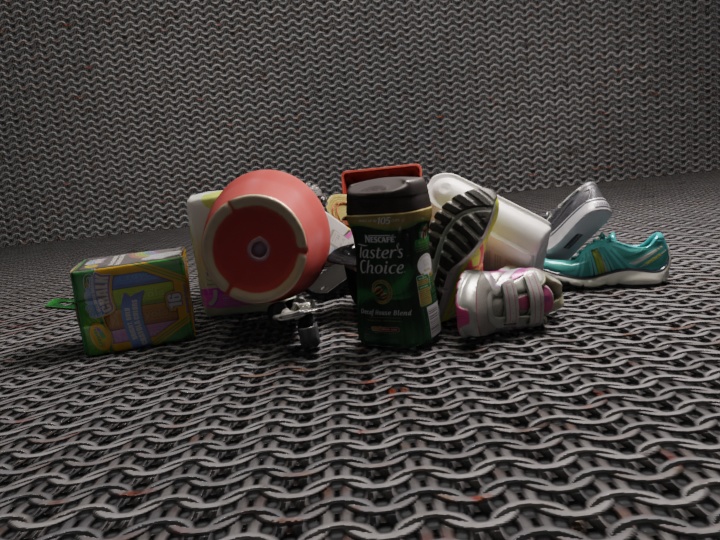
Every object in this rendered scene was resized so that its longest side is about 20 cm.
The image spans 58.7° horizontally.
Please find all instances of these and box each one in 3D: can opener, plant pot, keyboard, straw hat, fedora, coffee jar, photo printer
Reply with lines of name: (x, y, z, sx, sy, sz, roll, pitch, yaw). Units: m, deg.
can opener: (-0.092, 0.073, 0.865, 0.052, 0.068, 0.200, -13, -2, -13)
plant pot: (-0.138, -0.040, 0.911, 0.196, 0.205, 0.177, -6, 9, -1)
keyboard: (0.000, 0.000, 1.144, 0.199, 0.040, 0.103, -37, 29, -23)
straw hat: (-0.017, -0.077, 1.486, 0.200, 0.202, 0.085, -18, -23, -52)
fedora: (0.046, 0.012, 0.971, 0.196, 0.094, 0.201, -3, 12, 1)
coffee jar: (0.040, -0.012, 0.788, 0.103, 0.204, 0.085, 0, 11, 33)
plant pot: (0.065, -0.147, 1.628, 0.196, 0.204, 0.176, -4, -1, 7)
photo printer: (0.179, -0.058, 0.951, 0.198, 0.070, 0.167, 30, -14, 22)

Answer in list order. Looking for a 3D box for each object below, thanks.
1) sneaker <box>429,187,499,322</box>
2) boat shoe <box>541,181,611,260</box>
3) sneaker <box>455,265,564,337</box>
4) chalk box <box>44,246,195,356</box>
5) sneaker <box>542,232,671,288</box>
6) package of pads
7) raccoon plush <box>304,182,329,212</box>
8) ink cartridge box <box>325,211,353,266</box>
sneaker: (0.132, -0.017, 0.848, 0.089, 0.202, 0.078, 3, 32, -43)
boat shoe: (0.313, -0.062, 1.027, 0.071, 0.069, 0.201, 7, -38, -25)
sneaker: (0.189, 0.033, 0.797, 0.087, 0.083, 0.198, 1, 12, 42)
chalk box: (-0.351, 0.045, 0.941, 0.196, 0.126, 0.124, -9, 11, -13)
sneaker: (0.372, -0.019, 0.990, 0.196, 0.081, 0.077, -5, 10, 13)
package of pads: (-0.194, -0.031, 1.044, 0.151, 0.204, 0.068, -5, 11, 6)
raccoon plush: (-0.164, -0.144, 1.393, 0.197, 0.099, 0.133, 14, -9, -36)
ink cartridge box: (-0.069, -0.061, 1.225, 0.199, 0.068, 0.116, 34, -11, -27)
